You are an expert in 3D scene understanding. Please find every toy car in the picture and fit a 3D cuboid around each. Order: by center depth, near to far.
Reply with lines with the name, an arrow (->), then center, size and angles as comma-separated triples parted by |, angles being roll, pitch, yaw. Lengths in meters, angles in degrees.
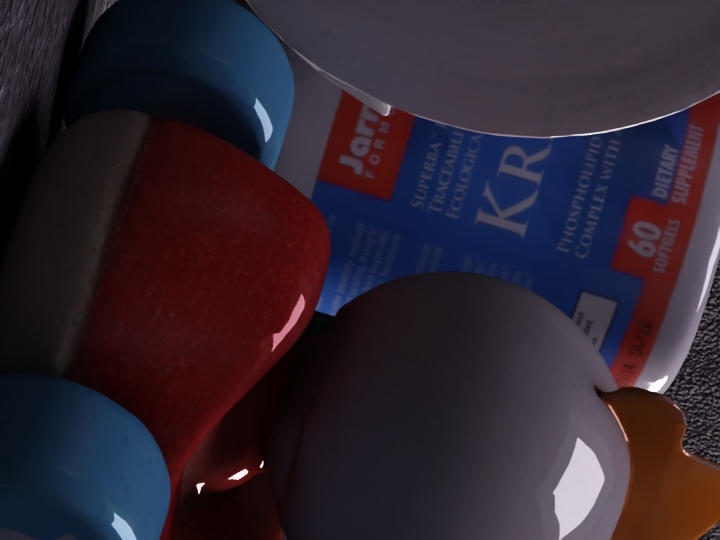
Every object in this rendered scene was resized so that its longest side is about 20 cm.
toy car -> -0.005, 0.055, 0.722 | 0.185, 0.199, 0.177 | -74, 180, -46

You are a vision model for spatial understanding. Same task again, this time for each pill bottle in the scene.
pill bottle -> 0.018, -0.034, 0.902 | 0.112, 0.199, 0.113 | -165, -90, -89

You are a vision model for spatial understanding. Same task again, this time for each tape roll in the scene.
tape roll -> 0.048, -0.139, 0.755 | 0.071, 0.202, 0.203 | -76, -178, -57

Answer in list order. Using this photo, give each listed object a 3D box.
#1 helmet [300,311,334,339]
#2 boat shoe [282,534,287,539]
helmet -> 0.000, 0.000, 1.098 | 0.191, 0.199, 0.200 | 110, -4, -52
boat shoe -> -0.044, 0.115, 0.824 | 0.074, 0.068, 0.200 | -13, -117, 56
